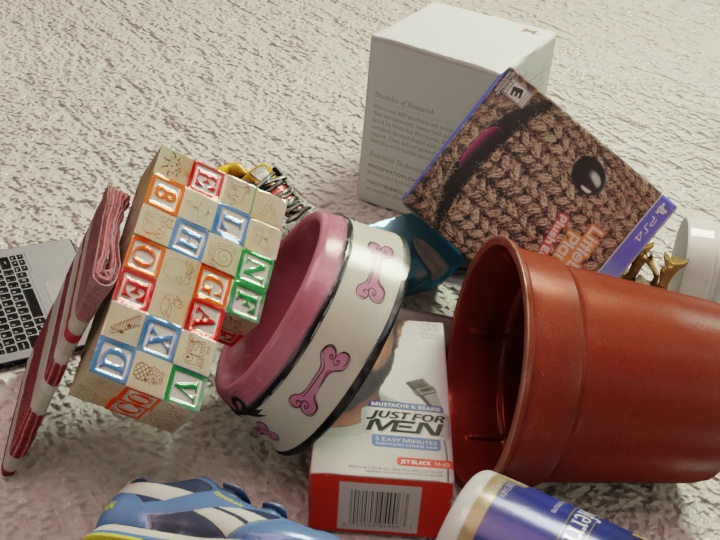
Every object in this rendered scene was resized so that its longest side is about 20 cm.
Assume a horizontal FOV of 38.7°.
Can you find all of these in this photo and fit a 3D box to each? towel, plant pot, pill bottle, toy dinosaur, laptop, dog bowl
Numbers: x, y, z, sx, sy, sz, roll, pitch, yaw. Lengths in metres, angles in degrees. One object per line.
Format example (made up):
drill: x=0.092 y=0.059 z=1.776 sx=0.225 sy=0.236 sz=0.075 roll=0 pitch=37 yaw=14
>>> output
towel: x=-0.232 y=0.047 z=0.811 sx=0.023 sy=0.201 sz=0.145 roll=22 pitch=27 yaw=-20
plant pot: x=0.187 y=0.085 z=0.820 sx=0.193 sy=0.203 sz=0.202 roll=8 pitch=32 yaw=-10
pill bottle: x=0.146 y=0.220 z=0.662 sx=0.198 sy=0.117 sz=0.116 roll=21 pitch=36 yaw=21
toy dinosaur: x=0.275 y=0.032 z=1.001 sx=0.060 sy=0.107 sz=0.200 roll=16 pitch=27 yaw=9
pill bottle: x=0.416 y=0.011 z=1.024 sx=0.197 sy=0.115 sz=0.115 roll=11 pitch=33 yaw=9
laptop: x=-0.347 y=-0.009 z=0.943 sx=0.198 sy=0.117 sz=0.187 roll=-12 pitch=37 yaw=-25
dog bowl: x=-0.045 y=0.041 z=0.823 sx=0.073 sy=0.201 sz=0.201 roll=31 pitch=28 yaw=-17

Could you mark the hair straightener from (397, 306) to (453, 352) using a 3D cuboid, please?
hair straightener: x=0.104 y=0.065 z=0.940 sx=0.197 sy=0.077 sz=0.041 roll=14 pitch=69 yaw=2

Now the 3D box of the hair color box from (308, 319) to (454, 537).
hair color box: x=0.017 y=0.121 z=0.844 sx=0.109 sy=0.065 sz=0.201 roll=4 pitch=32 yaw=-1

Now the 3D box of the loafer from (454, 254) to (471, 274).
loafer: x=0.136 y=-0.033 z=1.096 sx=0.197 sy=0.064 sz=0.072 roll=11 pitch=33 yaw=9

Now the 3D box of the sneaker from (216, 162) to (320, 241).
sneaker: x=-0.096 y=-0.063 z=1.060 sx=0.077 sy=0.083 sz=0.199 roll=-24 pitch=29 yaw=-36

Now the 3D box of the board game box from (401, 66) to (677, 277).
board game box: x=0.162 y=-0.064 z=0.968 sx=0.199 sy=0.160 sz=0.097 roll=38 pitch=6 yaw=-2

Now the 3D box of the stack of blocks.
stack of blocks: x=-0.136 y=0.017 z=0.794 sx=0.114 sy=0.059 sz=0.202 roll=24 pitch=57 yaw=-20

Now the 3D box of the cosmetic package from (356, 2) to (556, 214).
cosmetic package: x=0.111 y=-0.179 z=1.193 sx=0.165 sy=0.202 sz=0.167 roll=20 pitch=35 yaw=23

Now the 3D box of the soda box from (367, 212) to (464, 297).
soda box: x=0.000 y=0.000 z=1.005 sx=0.198 sy=0.064 sz=0.068 roll=-17 pitch=74 yaw=-30

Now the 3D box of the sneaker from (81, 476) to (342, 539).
sneaker: x=-0.091 y=0.186 z=0.719 sx=0.197 sy=0.075 sz=0.083 roll=9 pitch=31 yaw=4
